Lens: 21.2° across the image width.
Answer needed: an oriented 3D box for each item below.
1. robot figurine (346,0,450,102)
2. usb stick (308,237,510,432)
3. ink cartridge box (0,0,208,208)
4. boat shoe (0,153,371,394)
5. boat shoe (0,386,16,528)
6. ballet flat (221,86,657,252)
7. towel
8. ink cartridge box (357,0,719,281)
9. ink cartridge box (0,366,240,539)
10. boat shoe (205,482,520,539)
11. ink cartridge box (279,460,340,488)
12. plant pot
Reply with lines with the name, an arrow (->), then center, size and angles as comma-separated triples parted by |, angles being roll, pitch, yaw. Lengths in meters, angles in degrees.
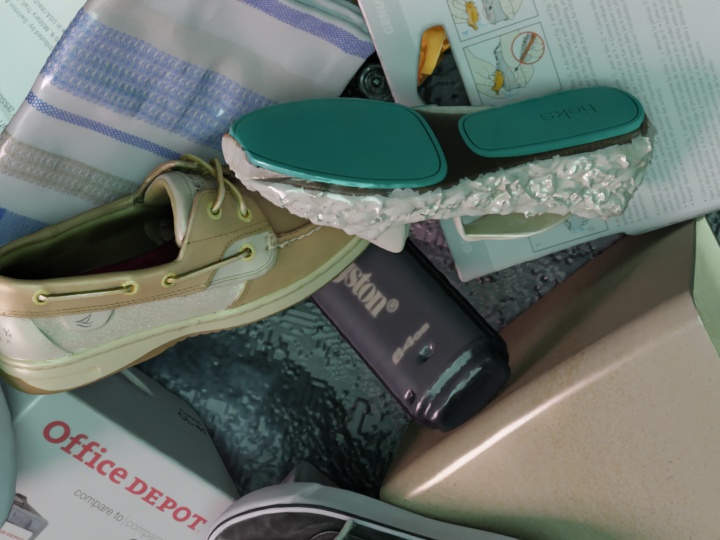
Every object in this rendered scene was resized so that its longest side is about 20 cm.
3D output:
robot figurine -> -0.007, -0.172, 0.931 | 0.200, 0.058, 0.145 | 41, 98, -6
usb stick -> 0.000, 0.000, 0.908 | 0.055, 0.200, 0.033 | -42, 138, 0
ink cartridge box -> -0.168, -0.095, 0.933 | 0.200, 0.084, 0.145 | -42, 97, 7
boat shoe -> -0.076, -0.013, 0.865 | 0.199, 0.074, 0.067 | -27, 132, -19
boat shoe -> -0.223, 0.030, 0.836 | 0.071, 0.091, 0.202 | -32, 75, 26
ballet flat -> 0.037, -0.038, 0.855 | 0.198, 0.072, 0.073 | -4, 101, -13
towel -> -0.090, -0.060, 0.887 | 0.146, 0.024, 0.201 | 20, 115, -42
ink cartridge box -> 0.098, -0.110, 0.896 | 0.172, 0.044, 0.201 | -16, 112, 13
ink cartridge box -> -0.179, 0.130, 0.944 | 0.200, 0.086, 0.147 | -44, 131, 9
boat shoe -> 0.001, 0.149, 0.854 | 0.198, 0.068, 0.074 | 11, 121, 32
ink cartridge box -> -0.041, 0.225, 0.989 | 0.145, 0.088, 0.200 | 40, 100, -6
plant pot -> 0.122, 0.108, 0.921 | 0.176, 0.200, 0.201 | -24, 99, 15
